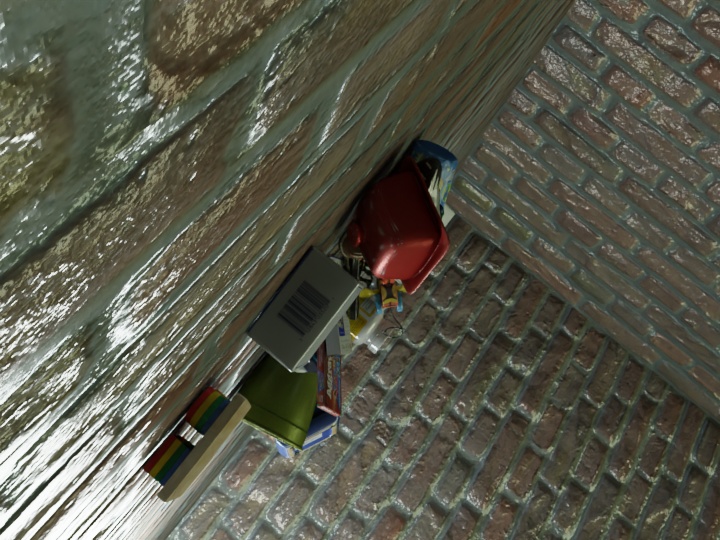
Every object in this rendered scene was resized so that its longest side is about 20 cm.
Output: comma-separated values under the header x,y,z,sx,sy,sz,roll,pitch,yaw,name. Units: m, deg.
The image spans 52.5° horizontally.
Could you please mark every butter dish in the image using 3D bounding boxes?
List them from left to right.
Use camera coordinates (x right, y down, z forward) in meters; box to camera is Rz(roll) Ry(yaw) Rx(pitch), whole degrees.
x,y,z,sx,sy,sz,roll,pitch,yaw,name
0.044,-0.073,1.317,0.146,0.202,0.200,-9,155,-27,butter dish

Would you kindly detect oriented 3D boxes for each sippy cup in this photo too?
x,y,z,sx,sy,sz,roll,pitch,yaw,name
0.130,-0.187,1.480,0.178,0.138,0.132,-92,-156,-63,sippy cup

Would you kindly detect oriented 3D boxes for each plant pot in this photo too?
x,y,z,sx,sy,sz,roll,pitch,yaw,name
-0.177,0.274,1.655,0.195,0.198,0.201,-63,180,-16,plant pot
-0.158,0.349,1.835,0.198,0.181,0.200,-24,160,-13,plant pot

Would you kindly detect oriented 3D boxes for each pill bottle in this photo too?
x,y,z,sx,sy,sz,roll,pitch,yaw,name
-0.017,0.107,1.782,0.113,0.199,0.112,-51,176,-5,pill bottle

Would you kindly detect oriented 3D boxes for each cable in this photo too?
x,y,z,sx,sy,sz,roll,pitch,yaw,name
0.000,0.000,1.549,0.097,0.049,0.203,94,-4,-69,cable

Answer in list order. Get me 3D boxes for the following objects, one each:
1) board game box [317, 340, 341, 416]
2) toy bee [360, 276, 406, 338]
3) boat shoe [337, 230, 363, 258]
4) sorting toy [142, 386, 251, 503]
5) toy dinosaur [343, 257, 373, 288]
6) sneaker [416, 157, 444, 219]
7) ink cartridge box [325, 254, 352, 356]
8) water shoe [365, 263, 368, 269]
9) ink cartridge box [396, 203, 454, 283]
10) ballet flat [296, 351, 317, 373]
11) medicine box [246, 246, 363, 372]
x,y,z,sx,sy,sz,roll,pitch,yaw,name
-0.064,0.190,1.509,0.103,0.019,0.203,46,39,-62,board game box
0.072,0.052,1.703,0.129,0.200,0.110,-18,121,-21,toy bee
0.020,-0.079,1.495,0.201,0.076,0.074,-28,-159,-38,boat shoe
-0.278,0.284,1.242,0.199,0.069,0.200,-52,176,-15,sorting toy
-0.007,0.002,1.782,0.048,0.087,0.200,-61,178,-7,toy dinosaur
0.124,-0.127,1.391,0.078,0.074,0.202,-9,133,-24,sneaker
-0.052,0.073,1.505,0.095,0.037,0.203,16,69,-75,ink cartridge box
0.021,-0.053,1.827,0.079,0.071,0.200,-55,-176,-9,water shoe
0.080,-0.106,1.650,0.201,0.175,0.084,-53,144,3,ink cartridge box
-0.129,0.162,1.479,0.073,0.073,0.201,-51,144,-14,ballet flat
-0.089,0.067,1.274,0.183,0.103,0.200,-52,177,-1,medicine box
